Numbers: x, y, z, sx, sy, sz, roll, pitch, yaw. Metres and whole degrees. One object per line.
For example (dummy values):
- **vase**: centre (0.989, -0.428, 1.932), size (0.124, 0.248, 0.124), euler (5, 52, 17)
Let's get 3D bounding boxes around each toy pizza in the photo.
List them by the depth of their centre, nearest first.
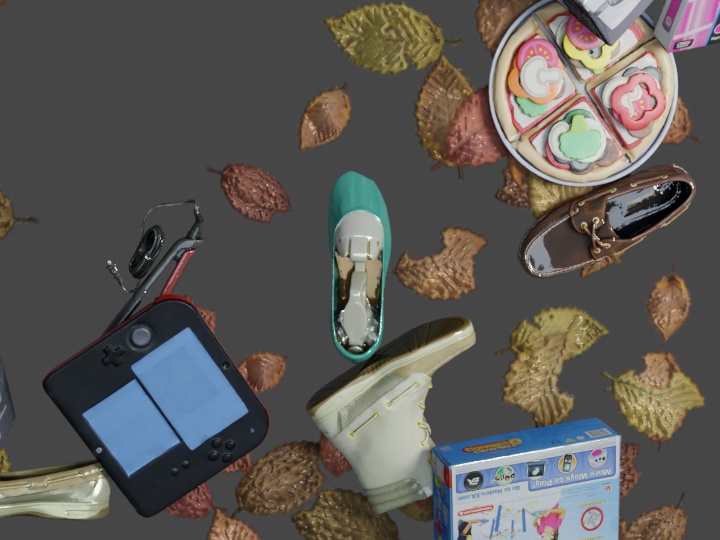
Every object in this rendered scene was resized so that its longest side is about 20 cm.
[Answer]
- **toy pizza**: centre (0.231, -0.187, 1.692), size (0.197, 0.032, 0.203), euler (0, 98, -2)

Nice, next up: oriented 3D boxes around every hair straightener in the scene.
- **hair straightener**: centre (-0.227, 0.008, 1.701), size (0.076, 0.041, 0.201), euler (30, 102, -9)

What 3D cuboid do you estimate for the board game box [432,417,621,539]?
- **board game box**: centre (0.176, 0.272, 1.743), size (0.197, 0.056, 0.199), euler (-7, 108, -18)

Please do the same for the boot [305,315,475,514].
- **boot**: centre (0.062, 0.153, 1.737), size (0.199, 0.072, 0.156), euler (-31, 101, 8)

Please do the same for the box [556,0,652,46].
- **box**: centre (0.261, -0.343, 1.600), size (0.115, 0.132, 0.200), euler (44, 96, 23)

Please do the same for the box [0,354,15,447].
- **box**: centre (-0.429, 0.092, 1.626), size (0.116, 0.197, 0.203), euler (-12, 102, -2)

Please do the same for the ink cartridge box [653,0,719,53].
- **ink cartridge box**: centre (0.361, -0.305, 1.613), size (0.094, 0.037, 0.201), euler (-13, 141, -23)

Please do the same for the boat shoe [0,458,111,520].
- **boat shoe**: centre (-0.362, 0.223, 1.724), size (0.198, 0.073, 0.064), euler (5, 94, -8)

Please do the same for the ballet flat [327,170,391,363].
- **ballet flat**: centre (0.000, 0.000, 1.702), size (0.066, 0.070, 0.203), euler (-1, 101, -3)

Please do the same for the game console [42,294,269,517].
- **game console**: centre (-0.207, 0.140, 1.711), size (0.176, 0.031, 0.201), euler (-35, 113, -5)

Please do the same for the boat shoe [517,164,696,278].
- **boat shoe**: centre (0.255, -0.052, 1.710), size (0.199, 0.070, 0.071), euler (-31, 102, 4)
